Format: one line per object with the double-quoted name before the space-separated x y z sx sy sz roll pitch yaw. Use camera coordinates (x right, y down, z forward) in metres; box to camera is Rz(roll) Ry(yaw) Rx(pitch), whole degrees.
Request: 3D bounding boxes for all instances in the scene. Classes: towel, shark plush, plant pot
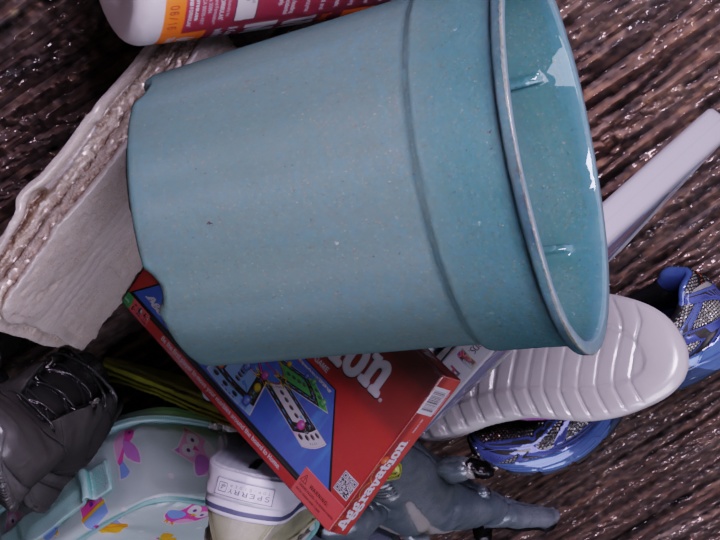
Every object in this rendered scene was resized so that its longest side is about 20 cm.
"towel" -0.125 -0.044 1.335 0.200 0.034 0.133 -51 162 3
"towel" -0.067 0.087 1.466 0.086 0.200 0.018 19 89 -40
"shark plush" 0.049 0.143 1.589 0.200 0.091 0.083 33 133 -27
"plant pot" 0.003 -0.041 1.215 0.196 0.200 0.200 -11 143 15

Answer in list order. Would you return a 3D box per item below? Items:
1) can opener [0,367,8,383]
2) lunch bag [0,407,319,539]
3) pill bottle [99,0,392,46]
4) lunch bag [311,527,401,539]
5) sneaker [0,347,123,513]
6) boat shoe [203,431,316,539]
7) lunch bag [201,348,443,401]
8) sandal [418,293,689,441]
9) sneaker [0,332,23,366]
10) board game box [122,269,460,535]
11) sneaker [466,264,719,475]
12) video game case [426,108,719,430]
"can opener" -0.247 0.128 1.501 0.079 0.063 0.200 -24 148 -49
"lunch bag" -0.134 0.153 1.552 0.160 0.077 0.200 17 141 -38
"pill bottle" -0.029 -0.177 1.240 0.200 0.110 0.110 -10 139 -18
"lunch bag" -0.032 0.234 1.626 0.076 0.200 0.160 12 128 -48
"sneaker" -0.180 0.080 1.375 0.091 0.076 0.200 -43 176 -2
"boat shoe" -0.059 0.131 1.408 0.200 0.072 0.062 -3 110 -81
"lunch bag" 0.000 0.000 1.438 0.170 0.127 0.200 -44 146 20
"sandal" 0.115 0.062 1.591 0.203 0.083 0.050 -9 165 24
"sneaker" -0.220 0.009 1.363 0.087 0.074 0.200 14 135 -14
"board game box" -0.041 0.036 1.321 0.103 0.200 0.019 -54 144 11
"sneaker" 0.153 0.059 1.641 0.200 0.075 0.078 -34 132 -2
"video game case" 0.117 0.004 1.467 0.200 0.023 0.182 -40 173 -27
